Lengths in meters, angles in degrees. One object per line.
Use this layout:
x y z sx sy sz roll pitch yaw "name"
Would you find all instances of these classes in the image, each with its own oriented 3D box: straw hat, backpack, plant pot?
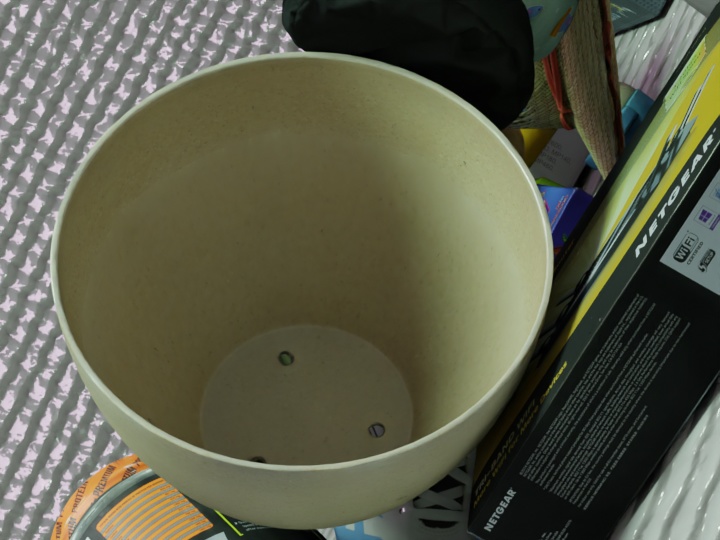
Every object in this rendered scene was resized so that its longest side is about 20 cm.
0.081 -0.112 1.190 0.201 0.084 0.203 -6 -90 -81 "straw hat"
0.035 -0.173 1.067 0.167 0.126 0.201 58 -145 -62 "backpack"
-0.023 0.028 1.012 0.135 0.199 0.201 90 -158 -56 "plant pot"

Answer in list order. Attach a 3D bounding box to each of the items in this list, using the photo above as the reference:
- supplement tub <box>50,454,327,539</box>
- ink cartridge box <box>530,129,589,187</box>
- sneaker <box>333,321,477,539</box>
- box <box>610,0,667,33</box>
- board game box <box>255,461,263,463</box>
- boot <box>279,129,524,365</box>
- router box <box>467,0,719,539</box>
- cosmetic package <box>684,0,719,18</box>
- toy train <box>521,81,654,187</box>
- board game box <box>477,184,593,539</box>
-0.058 0.161 1.066 0.123 0.122 0.200 -60 34 4 "supplement tub"
0.066 -0.042 1.452 0.201 0.085 0.148 -59 6 8 "ink cartridge box"
0.029 0.071 1.098 0.072 0.071 0.202 135 138 -67 "sneaker"
0.108 -0.206 1.507 0.051 0.157 0.200 -60 5 -2 "box"
-0.021 0.065 1.277 0.023 0.199 0.105 27 90 47 "board game box"
0.000 0.000 1.203 0.200 0.066 0.176 -4 -56 -63 "boot"
0.116 0.006 0.980 0.201 0.052 0.157 -59 6 22 "router box"
0.171 -0.183 1.119 0.085 0.107 0.200 -53 8 20 "cosmetic package"
0.065 -0.052 1.334 0.200 0.115 0.085 -55 -2 24 "toy train"
0.066 0.055 1.209 0.201 0.045 0.134 -61 6 1 "board game box"
